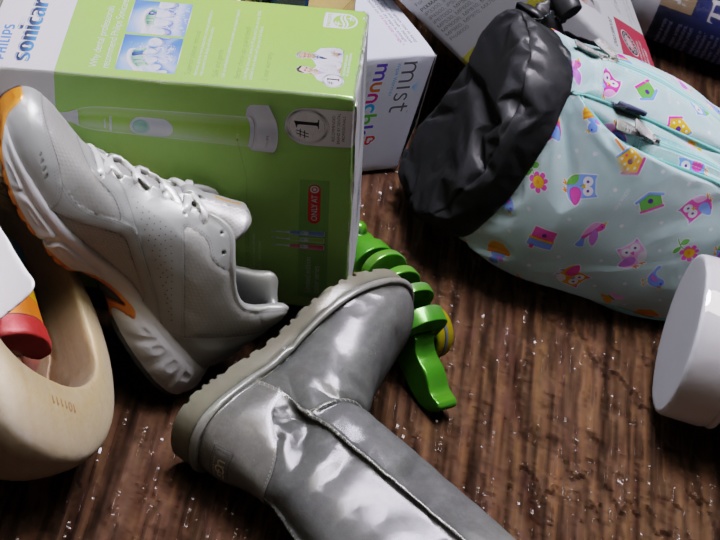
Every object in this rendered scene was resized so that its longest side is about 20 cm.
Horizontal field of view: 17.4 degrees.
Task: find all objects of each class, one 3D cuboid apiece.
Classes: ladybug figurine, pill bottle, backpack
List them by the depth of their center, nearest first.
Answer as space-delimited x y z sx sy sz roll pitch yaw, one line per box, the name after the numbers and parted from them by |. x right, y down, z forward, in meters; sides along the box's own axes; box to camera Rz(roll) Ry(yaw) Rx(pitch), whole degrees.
-0.193 0.026 1.186 0.136 0.072 0.200 28 32 -45 | ladybug figurine
0.275 0.063 1.343 0.199 0.114 0.114 17 35 -5 | pill bottle
0.143 -0.056 1.423 0.199 0.167 0.127 20 42 -23 | backpack
0.255 -0.209 1.696 0.199 0.111 0.111 20 35 2 | pill bottle

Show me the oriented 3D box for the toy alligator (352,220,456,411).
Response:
0.000 0.000 1.348 0.059 0.054 0.200 -9 44 -35 | toy alligator

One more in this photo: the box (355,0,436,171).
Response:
-0.081 -0.153 1.477 0.176 0.097 0.200 -8 43 -33 | box

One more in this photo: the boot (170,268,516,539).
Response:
0.025 0.103 1.202 0.200 0.073 0.182 33 57 29 | boot

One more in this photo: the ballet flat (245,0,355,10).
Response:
-0.100 -0.155 1.340 0.199 0.063 0.069 -12 28 -19 | ballet flat

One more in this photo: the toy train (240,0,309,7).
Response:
-0.055 -0.098 1.329 0.034 0.201 0.046 -10 46 -21 | toy train

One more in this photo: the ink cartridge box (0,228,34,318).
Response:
-0.263 0.020 1.089 0.200 0.067 0.117 -38 53 -1 | ink cartridge box

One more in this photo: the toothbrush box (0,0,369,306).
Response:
-0.099 -0.067 1.274 0.199 0.146 0.086 4 40 2 | toothbrush box

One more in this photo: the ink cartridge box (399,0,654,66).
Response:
0.098 -0.187 1.538 0.200 0.083 0.145 40 25 -32 | ink cartridge box

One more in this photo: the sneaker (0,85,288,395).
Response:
-0.111 -0.030 1.215 0.092 0.200 0.076 -29 36 10 | sneaker
